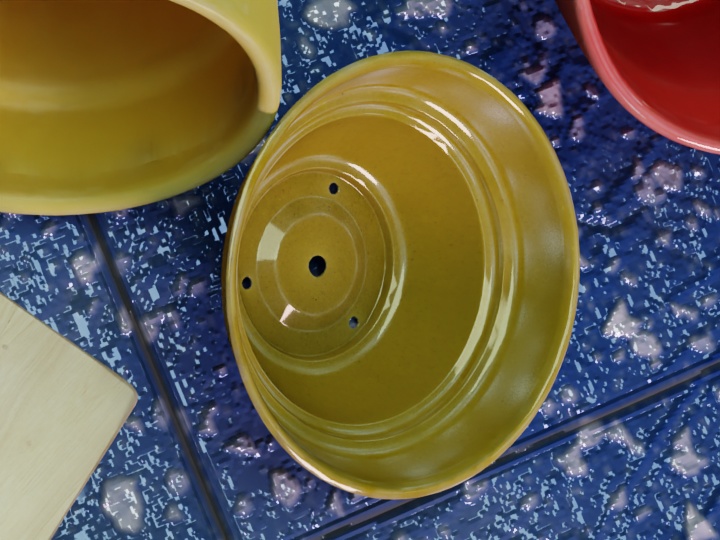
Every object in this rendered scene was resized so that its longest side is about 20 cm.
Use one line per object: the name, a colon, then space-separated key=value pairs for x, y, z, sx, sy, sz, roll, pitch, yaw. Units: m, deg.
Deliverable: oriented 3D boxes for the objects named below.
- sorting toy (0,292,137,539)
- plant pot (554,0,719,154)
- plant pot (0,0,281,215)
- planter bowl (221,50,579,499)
sorting toy: x=-0.234 y=0.083 z=1.279 sx=0.198 sy=0.070 sz=0.201 roll=35 pitch=68 yaw=-10
plant pot: x=0.166 y=-0.171 z=1.408 sx=0.199 sy=0.177 sz=0.202 roll=-4 pitch=108 yaw=-14
plant pot: x=-0.138 y=-0.153 z=1.316 sx=0.199 sy=0.201 sz=0.190 roll=7 pitch=59 yaw=-19
planter bowl: x=0.000 y=0.000 z=1.366 sx=0.199 sy=0.083 sz=0.202 roll=-3 pitch=95 yaw=-35
